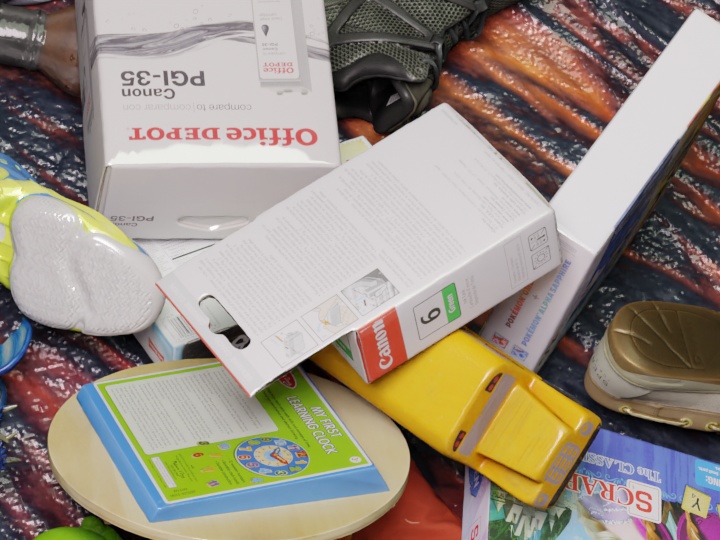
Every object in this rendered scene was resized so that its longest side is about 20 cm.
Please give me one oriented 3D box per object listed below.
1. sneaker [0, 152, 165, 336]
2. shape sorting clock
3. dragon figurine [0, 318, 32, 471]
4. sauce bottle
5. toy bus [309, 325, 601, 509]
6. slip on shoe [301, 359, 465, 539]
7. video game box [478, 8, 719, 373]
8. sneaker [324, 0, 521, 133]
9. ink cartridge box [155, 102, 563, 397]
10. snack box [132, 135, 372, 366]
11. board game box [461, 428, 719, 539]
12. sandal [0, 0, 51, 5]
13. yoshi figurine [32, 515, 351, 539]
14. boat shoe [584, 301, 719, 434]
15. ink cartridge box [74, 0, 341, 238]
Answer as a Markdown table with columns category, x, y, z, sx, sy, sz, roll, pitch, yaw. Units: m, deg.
| category | x | y | z | sx | sy | sz | roll | pitch | yaw |
| --- | --- | --- | --- | --- | --- | --- | --- | --- | --- |
| sneaker | -0.193 | -0.030 | 1.583 | 0.199 | 0.076 | 0.105 | 24 | 24 | 9 |
| shape sorting clock | -0.072 | 0.100 | 1.475 | 0.198 | 0.039 | 0.200 | 1 | 27 | 0 |
| dragon figurine | -0.224 | 0.055 | 1.551 | 0.099 | 0.059 | 0.200 | 19 | 26 | 1 |
| sauce bottle | -0.147 | -0.135 | 1.701 | 0.199 | 0.065 | 0.065 | 11 | 55 | -8 |
| toy bus | 0.038 | 0.056 | 1.524 | 0.200 | 0.078 | 0.065 | 34 | 93 | 34 |
| slip on shoe | 0.002 | 0.122 | 1.568 | 0.074 | 0.061 | 0.200 | -33 | 71 | -31 |
| video game box | 0.146 | -0.035 | 1.633 | 0.047 | 0.182 | 0.200 | 35 | 56 | 6 |
| sneaker | 0.048 | -0.150 | 1.753 | 0.198 | 0.076 | 0.115 | -18 | 64 | -20 |
| ink cartridge box | 0.000 | 0.000 | 1.488 | 0.199 | 0.051 | 0.109 | -32 | 51 | -14 |
| snack box | -0.053 | -0.009 | 1.640 | 0.199 | 0.037 | 0.116 | -20 | 48 | -24 |
| board game box | 0.152 | 0.190 | 1.547 | 0.199 | 0.041 | 0.201 | 16 | 54 | -17 |
| sandal | -0.224 | -0.199 | 1.746 | 0.199 | 0.043 | 0.076 | -21 | 56 | -14 |
| yoshi figurine | -0.111 | 0.158 | 1.493 | 0.199 | 0.113 | 0.112 | -32 | 61 | -27 |
| boat shoe | 0.229 | 0.066 | 1.656 | 0.199 | 0.066 | 0.074 | 13 | 53 | -21 |
| ink cartridge box | -0.093 | -0.127 | 1.624 | 0.145 | 0.083 | 0.201 | -1 | 62 | -12 |
